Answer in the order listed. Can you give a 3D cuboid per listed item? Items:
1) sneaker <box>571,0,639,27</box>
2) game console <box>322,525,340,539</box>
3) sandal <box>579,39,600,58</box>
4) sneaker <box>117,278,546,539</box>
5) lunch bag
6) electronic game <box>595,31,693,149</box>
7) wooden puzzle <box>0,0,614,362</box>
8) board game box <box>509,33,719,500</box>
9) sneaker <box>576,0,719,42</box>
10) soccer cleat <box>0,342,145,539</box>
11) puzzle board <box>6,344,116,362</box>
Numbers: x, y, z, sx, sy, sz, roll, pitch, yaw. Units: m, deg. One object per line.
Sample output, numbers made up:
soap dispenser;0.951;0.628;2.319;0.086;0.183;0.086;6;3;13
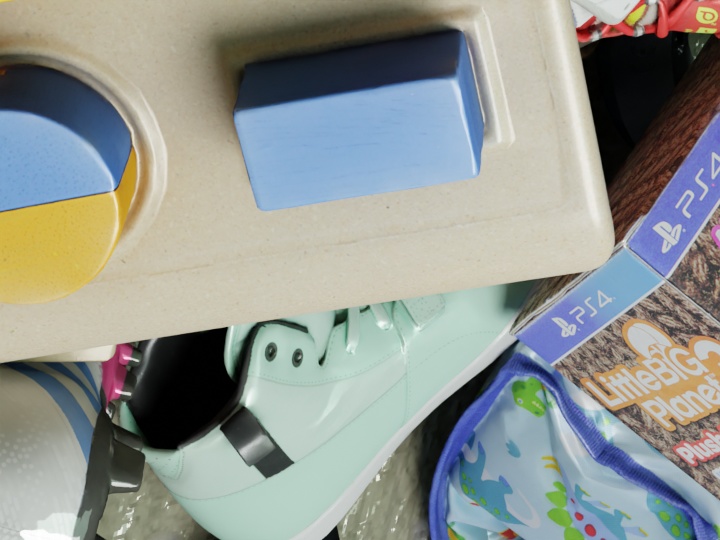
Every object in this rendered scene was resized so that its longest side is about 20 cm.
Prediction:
sneaker;0.068;-0.115;0.713;0.200;0.074;0.087;-25;127;-36
game console;0.013;0.198;0.965;0.117;0.175;0.200;-58;-172;42
sandal;0.050;-0.083;0.917;0.200;0.082;0.055;-42;162;-21
sneaker;0.000;0.000;0.905;0.201;0.074;0.118;-54;151;-5
lunch bag;0.116;0.055;1.045;0.170;0.127;0.200;-43;174;-27
electronic game;0.169;-0.125;1.061;0.199;0.042;0.201;-24;132;-30
wooden puzzle;-0.046;-0.062;0.626;0.046;0.184;0.201;-84;162;-58
board game box;0.182;0.012;0.914;0.160;0.200;0.097;-53;-176;-27
sneaker;0.085;-0.099;0.858;0.200;0.085;0.077;-44;-173;-12
soccer cleat;-0.109;0.042;0.767;0.086;0.200;0.070;17;94;-9
puzzle board;-0.149;-0.048;0.668;0.199;0.017;0.151;0;114;-20
